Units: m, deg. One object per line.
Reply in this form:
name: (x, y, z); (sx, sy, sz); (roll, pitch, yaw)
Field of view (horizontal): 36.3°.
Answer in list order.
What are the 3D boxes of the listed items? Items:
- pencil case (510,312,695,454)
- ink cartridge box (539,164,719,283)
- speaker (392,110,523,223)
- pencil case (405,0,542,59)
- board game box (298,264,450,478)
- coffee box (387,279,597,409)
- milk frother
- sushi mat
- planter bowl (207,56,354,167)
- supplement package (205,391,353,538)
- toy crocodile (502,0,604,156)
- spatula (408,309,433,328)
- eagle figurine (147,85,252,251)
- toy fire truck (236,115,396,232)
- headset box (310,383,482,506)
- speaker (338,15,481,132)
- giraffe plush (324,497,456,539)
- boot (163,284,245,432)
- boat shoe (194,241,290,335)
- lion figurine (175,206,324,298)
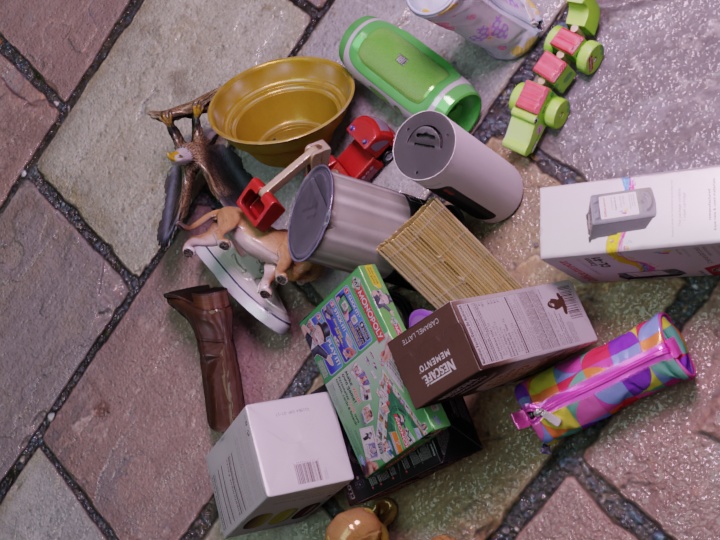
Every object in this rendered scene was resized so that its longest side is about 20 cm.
pencil case: (0.265, 0.123, 1.207); (0.199, 0.088, 0.089); (-32, 66, 21)
ink cartridge box: (0.309, -0.044, 1.178); (0.198, 0.147, 0.087); (-6, 75, 30)
speaker: (0.116, -0.118, 1.275); (0.080, 0.199, 0.082); (-7, 75, 29)
pencil case: (0.136, -0.315, 1.310); (0.090, 0.199, 0.084); (29, 101, 38)
board game box: (0.011, 0.114, 1.236); (0.134, 0.029, 0.202); (-42, 65, 41)
coffee box: (0.144, 0.078, 1.187); (0.114, 0.199, 0.080); (-39, 68, 45)
milk frother: (0.000, 0.000, 1.327); (0.180, 0.186, 0.202); (-15, 63, 62)
sushi mat: (0.115, 0.009, 1.274); (0.095, 0.200, 0.012); (-40, 26, 15)
planter bowl: (-0.098, -0.196, 1.467); (0.198, 0.084, 0.202); (-8, 41, 7)
supplement package: (-0.103, 0.239, 1.331); (0.200, 0.113, 0.111); (-52, 50, 56)
toy crocodile: (0.229, -0.233, 1.314); (0.067, 0.062, 0.201); (34, 98, 31)
spatula: (0.071, 0.144, 1.326); (0.056, 0.020, 0.202); (16, 104, 28)
eagle figurine: (-0.227, -0.136, 1.527); (0.151, 0.150, 0.202); (-21, 85, 50)
toy fire truck: (-0.050, -0.126, 1.406); (0.200, 0.141, 0.049); (-47, 61, 10)
headset box: (0.032, 0.180, 1.300); (0.200, 0.074, 0.150); (-37, 68, 44)
speaker: (0.062, -0.246, 1.404); (0.200, 0.088, 0.089); (43, 102, 30)
giraffe plush: (0.017, 0.345, 1.288); (0.163, 0.171, 0.201); (55, 143, 38)
boot: (-0.211, 0.124, 1.503); (0.186, 0.064, 0.202); (5, 106, 65)
boat shoe: (-0.142, -0.002, 1.489); (0.086, 0.075, 0.202); (-48, 53, 4)
lion figurine: (-0.134, -0.037, 1.408); (0.072, 0.199, 0.123); (-45, 16, 38)
